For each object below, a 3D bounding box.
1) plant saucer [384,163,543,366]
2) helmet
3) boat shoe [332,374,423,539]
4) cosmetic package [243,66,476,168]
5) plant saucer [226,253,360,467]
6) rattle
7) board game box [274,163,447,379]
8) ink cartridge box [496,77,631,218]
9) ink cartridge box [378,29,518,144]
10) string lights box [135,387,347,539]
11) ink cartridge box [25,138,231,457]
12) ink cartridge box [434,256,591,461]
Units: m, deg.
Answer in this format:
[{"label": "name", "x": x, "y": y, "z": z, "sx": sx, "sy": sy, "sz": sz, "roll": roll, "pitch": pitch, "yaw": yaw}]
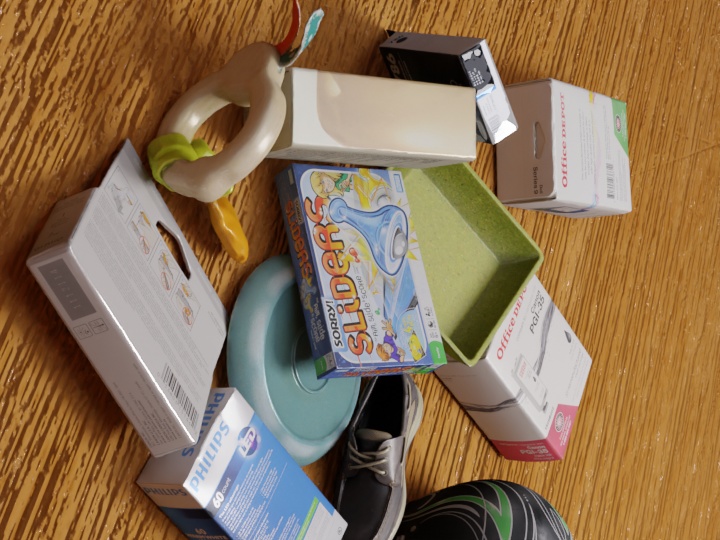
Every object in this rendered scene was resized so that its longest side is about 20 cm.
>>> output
[{"label": "plant saucer", "x": 0.079, "y": -0.024, "z": 1.355, "sx": 0.200, "sy": 0.048, "sz": 0.200, "roll": 48, "pitch": 47, "yaw": -10}, {"label": "helmet", "x": 0.130, "y": 0.309, "z": 1.309, "sx": 0.199, "sy": 0.189, "sz": 0.202, "roll": 9, "pitch": 79, "yaw": -52}, {"label": "boat shoe", "x": 0.009, "y": 0.178, "z": 1.254, "sx": 0.074, "sy": 0.074, "sz": 0.201, "roll": 70, "pitch": 27, "yaw": -50}, {"label": "cosmetic package", "x": 0.000, "y": -0.139, "z": 1.206, "sx": 0.199, "sy": 0.105, "sz": 0.072, "roll": 1, "pitch": 88, "yaw": -32}, {"label": "plant saucer", "x": -0.053, "y": 0.084, "z": 1.219, "sx": 0.200, "sy": 0.027, "sz": 0.202, "roll": 12, "pitch": 75, "yaw": -56}, {"label": "rattle", "x": -0.076, "y": -0.123, "z": 1.114, "sx": 0.143, "sy": 0.130, "sz": 0.201, "roll": 43, "pitch": 72, "yaw": -27}, {"label": "board game box", "x": 0.000, "y": 0.000, "z": 1.223, "sx": 0.135, "sy": 0.034, "sz": 0.202, "roll": 0, "pitch": 69, "yaw": -38}, {"label": "ink cartridge box", "x": 0.251, "y": -0.146, "z": 1.599, "sx": 0.199, "sy": 0.087, "sz": 0.147, "roll": 4, "pitch": 83, "yaw": -54}, {"label": "ink cartridge box", "x": 0.077, "y": -0.189, "z": 1.317, "sx": 0.039, "sy": 0.200, "sz": 0.100, "roll": -33, "pitch": 114, "yaw": -17}, {"label": "string lights box", "x": -0.098, "y": 0.205, "z": 1.133, "sx": 0.201, "sy": 0.059, "sz": 0.103, "roll": 56, "pitch": 46, "yaw": -33}, {"label": "ink cartridge box", "x": -0.181, "y": 0.020, "z": 1.057, "sx": 0.177, "sy": 0.044, "sz": 0.201, "roll": -82, "pitch": 149, "yaw": -58}, {"label": "ink cartridge box", "x": 0.173, "y": 0.102, "z": 1.474, "sx": 0.200, "sy": 0.082, "sz": 0.147, "roll": 51, "pitch": 49, "yaw": -37}]
